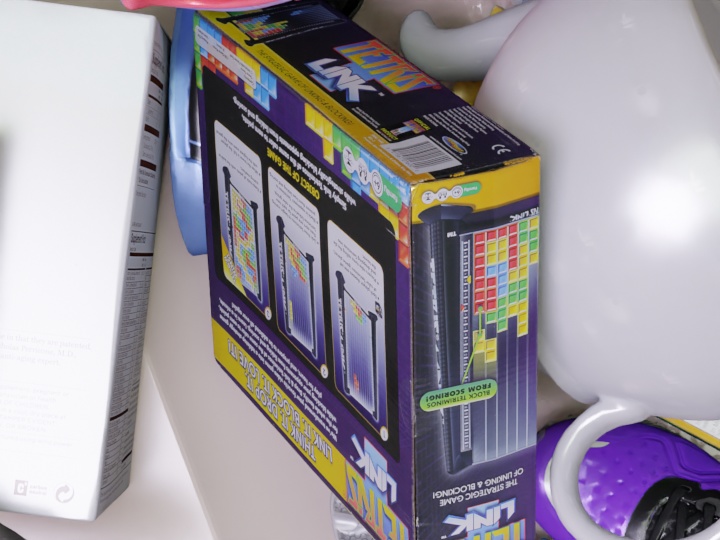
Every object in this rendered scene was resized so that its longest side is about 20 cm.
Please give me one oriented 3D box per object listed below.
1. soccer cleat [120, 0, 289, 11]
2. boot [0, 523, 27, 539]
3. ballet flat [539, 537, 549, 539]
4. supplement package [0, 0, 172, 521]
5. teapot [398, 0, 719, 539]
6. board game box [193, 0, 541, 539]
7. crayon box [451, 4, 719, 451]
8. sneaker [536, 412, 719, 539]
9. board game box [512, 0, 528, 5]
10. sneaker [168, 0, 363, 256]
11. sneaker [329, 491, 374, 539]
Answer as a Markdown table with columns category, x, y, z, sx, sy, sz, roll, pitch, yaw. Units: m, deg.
| category | x | y | z | sx | sy | sz | roll | pitch | yaw |
| --- | --- | --- | --- | --- | --- | --- | --- | --- | --- |
| soccer cleat | 0.000 | -0.133 | 0.908 | 0.199 | 0.077 | 0.067 | -3 | 123 | 13 |
| boot | -0.153 | 0.045 | 0.868 | 0.181 | 0.073 | 0.201 | 7 | 85 | -3 |
| ballet flat | 0.120 | 0.209 | 1.014 | 0.069 | 0.069 | 0.200 | -42 | 94 | 0 |
| supplement package | -0.184 | -0.012 | 0.967 | 0.190 | 0.147 | 0.201 | 7 | 90 | -1 |
| teapot | 0.101 | -0.015 | 0.906 | 0.146 | 0.200 | 0.198 | -28 | 107 | 16 |
| board game box | 0.000 | 0.000 | 0.904 | 0.056 | 0.200 | 0.166 | -14 | 120 | -22 |
| crayon box | 0.117 | -0.013 | 1.015 | 0.199 | 0.052 | 0.126 | 28 | 89 | -1 |
| sneaker | 0.161 | 0.122 | 0.991 | 0.199 | 0.100 | 0.070 | 29 | 88 | -1 |
| board game box | 0.139 | -0.192 | 0.936 | 0.134 | 0.201 | 0.034 | -11 | 52 | -19 |
| sneaker | -0.038 | -0.105 | 1.005 | 0.077 | 0.070 | 0.201 | 4 | 89 | 7 |
| sneaker | 0.040 | 0.153 | 1.007 | 0.074 | 0.082 | 0.201 | -7 | 111 | 10 |
